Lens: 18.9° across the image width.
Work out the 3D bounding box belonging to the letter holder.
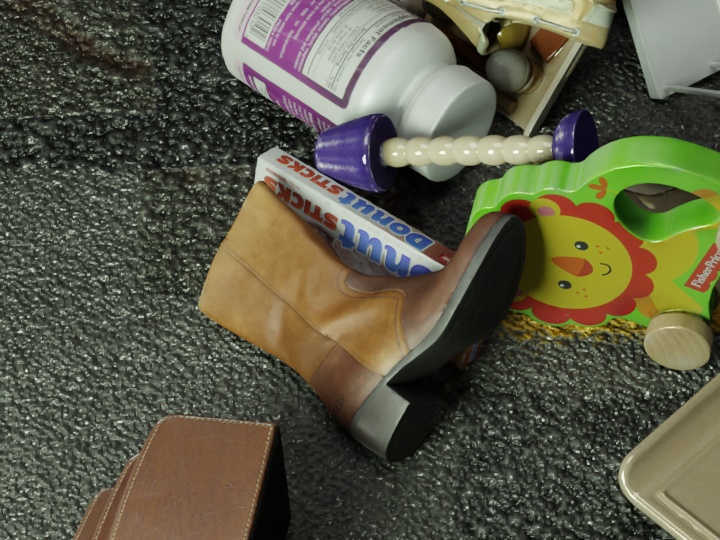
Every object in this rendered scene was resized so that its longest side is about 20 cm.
[{"bbox_3d":[-0.133,0.195,1.329,0.141,0.101,0.201,6,50,9],"label":"letter holder"}]

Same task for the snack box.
[{"bbox_3d":[0.005,-0.010,1.517,0.199,0.072,0.024,31,40,25],"label":"snack box"}]

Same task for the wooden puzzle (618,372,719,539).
[{"bbox_3d":[0.295,0.147,1.404,0.185,0.037,0.200,-37,63,-26],"label":"wooden puzzle"}]

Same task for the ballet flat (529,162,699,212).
[{"bbox_3d":[0.212,-0.060,1.572,0.198,0.047,0.068,6,50,7],"label":"ballet flat"}]

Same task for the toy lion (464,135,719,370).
[{"bbox_3d":[0.170,-0.022,1.450,0.190,0.200,0.069,21,52,-5],"label":"toy lion"}]

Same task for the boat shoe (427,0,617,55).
[{"bbox_3d":[0.090,-0.196,1.579,0.198,0.077,0.071,10,6,29],"label":"boat shoe"}]

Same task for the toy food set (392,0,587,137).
[{"bbox_3d":[0.093,-0.210,1.640,0.200,0.144,0.060,37,15,28],"label":"toy food set"}]

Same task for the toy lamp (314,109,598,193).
[{"bbox_3d":[0.063,-0.083,1.499,0.198,0.058,0.059,-2,46,26],"label":"toy lamp"}]

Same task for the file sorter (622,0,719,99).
[{"bbox_3d":[0.310,-0.228,1.623,0.199,0.140,0.124,-26,18,-19],"label":"file sorter"}]

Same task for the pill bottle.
[{"bbox_3d":[0.001,-0.150,1.612,0.199,0.113,0.112,34,58,27],"label":"pill bottle"}]

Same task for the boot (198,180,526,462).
[{"bbox_3d":[0.000,0.000,1.467,0.200,0.189,0.068,39,22,30],"label":"boot"}]
